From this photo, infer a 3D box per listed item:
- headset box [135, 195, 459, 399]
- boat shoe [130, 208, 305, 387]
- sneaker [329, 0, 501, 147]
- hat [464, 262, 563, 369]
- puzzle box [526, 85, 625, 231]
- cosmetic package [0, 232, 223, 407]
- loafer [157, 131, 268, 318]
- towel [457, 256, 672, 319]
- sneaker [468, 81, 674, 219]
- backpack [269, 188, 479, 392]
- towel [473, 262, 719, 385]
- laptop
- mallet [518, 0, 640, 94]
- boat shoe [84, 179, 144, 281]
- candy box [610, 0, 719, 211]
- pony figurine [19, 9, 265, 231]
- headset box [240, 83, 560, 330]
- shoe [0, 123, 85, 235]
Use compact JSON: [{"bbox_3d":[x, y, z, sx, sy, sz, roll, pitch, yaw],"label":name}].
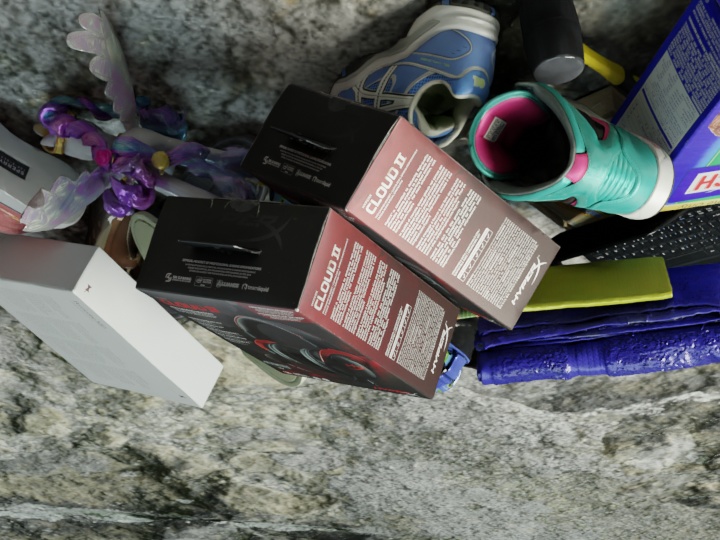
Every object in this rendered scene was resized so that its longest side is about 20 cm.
[{"bbox_3d":[-0.046,0.016,0.919,0.148,0.075,0.200,6,161,36],"label":"headset box"},{"bbox_3d":[-0.103,0.009,1.090,0.199,0.066,0.075,38,145,16],"label":"boat shoe"},{"bbox_3d":[0.032,-0.125,0.994,0.075,0.077,0.200,14,151,-25],"label":"sneaker"},{"bbox_3d":[0.149,0.023,1.221,0.200,0.201,0.081,-1,109,4],"label":"hat"},{"bbox_3d":[0.210,-0.078,1.125,0.133,0.026,0.200,-21,144,36],"label":"puzzle box"},{"bbox_3d":[-0.238,0.045,1.185,0.150,0.052,0.200,11,153,37],"label":"cosmetic package"},{"bbox_3d":[-0.130,-0.046,1.145,0.072,0.063,0.200,34,122,0],"label":"loafer"},{"bbox_3d":[0.135,0.018,1.011,0.199,0.086,0.018,-6,108,11],"label":"towel"},{"bbox_3d":[0.118,-0.094,0.956,0.120,0.084,0.200,14,-171,-36],"label":"sneaker"},{"bbox_3d":[0.000,0.000,1.134,0.182,0.135,0.200,7,155,45],"label":"backpack"},{"bbox_3d":[0.191,0.033,1.028,0.199,0.148,0.050,-6,112,13],"label":"towel"},{"bbox_3d":[0.243,0.001,1.107,0.200,0.104,0.177,37,147,-28],"label":"laptop"},{"bbox_3d":[0.188,-0.138,0.975,0.041,0.066,0.200,-25,142,37],"label":"mallet"},{"bbox_3d":[-0.211,-0.029,1.189,0.071,0.076,0.200,3,160,-13],"label":"boat shoe"},{"bbox_3d":[0.288,-0.126,0.944,0.168,0.077,0.200,-10,156,-17],"label":"candy box"},{"bbox_3d":[-0.170,-0.086,1.000,0.199,0.167,0.193,21,176,-1],"label":"pony figurine"},{"bbox_3d":[0.021,-0.051,0.937,0.200,0.077,0.149,33,175,-37],"label":"headset box"},{"bbox_3d":[-0.323,-0.092,1.069,0.091,0.072,0.200,-11,142,45],"label":"shoe"}]
